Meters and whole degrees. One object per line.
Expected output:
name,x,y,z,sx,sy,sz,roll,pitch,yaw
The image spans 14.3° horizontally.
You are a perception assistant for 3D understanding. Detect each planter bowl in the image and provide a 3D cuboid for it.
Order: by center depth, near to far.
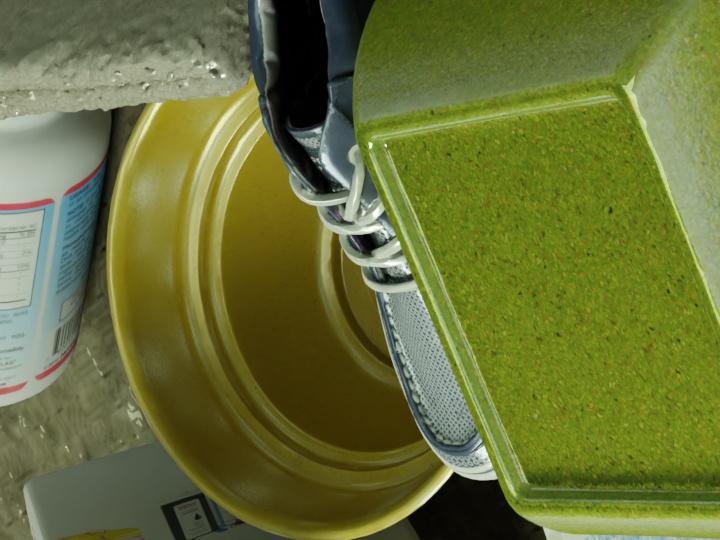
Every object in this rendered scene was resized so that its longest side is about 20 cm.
planter bowl,0.000,0.000,1.118,0.200,0.083,0.200,5,98,39

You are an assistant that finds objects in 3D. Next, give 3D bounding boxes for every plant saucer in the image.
plant saucer,0.078,0.003,0.877,0.200,0.048,0.200,-6,110,56

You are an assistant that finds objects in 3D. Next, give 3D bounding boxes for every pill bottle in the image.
pill bottle,-0.170,-0.041,1.295,0.109,0.109,0.200,40,137,27

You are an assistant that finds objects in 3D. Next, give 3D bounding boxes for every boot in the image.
boot,0.009,-0.022,0.994,0.073,0.090,0.200,-14,86,41

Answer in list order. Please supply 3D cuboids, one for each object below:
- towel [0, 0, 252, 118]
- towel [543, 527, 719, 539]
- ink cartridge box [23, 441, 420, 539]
towel,-0.084,-0.122,1.121,0.034,0.133,0.200,36,158,-35
towel,0.121,0.104,0.947,0.147,0.024,0.200,-49,50,45
ink cartridge box,-0.046,0.167,1.183,0.200,0.145,0.147,-126,24,-69
